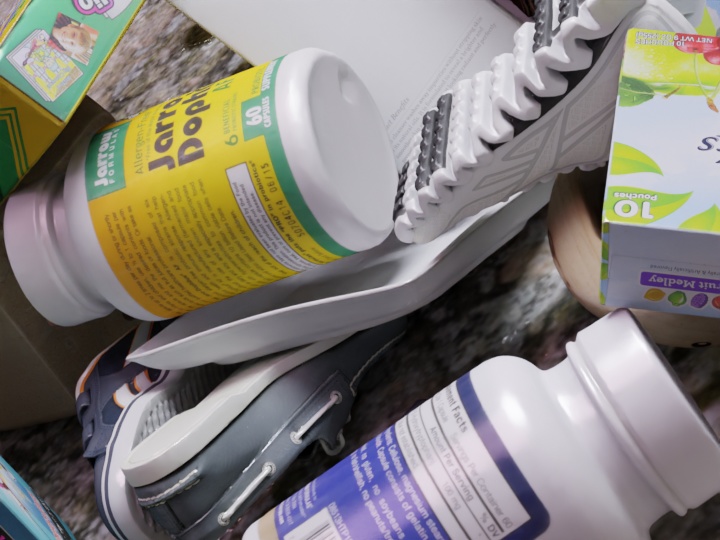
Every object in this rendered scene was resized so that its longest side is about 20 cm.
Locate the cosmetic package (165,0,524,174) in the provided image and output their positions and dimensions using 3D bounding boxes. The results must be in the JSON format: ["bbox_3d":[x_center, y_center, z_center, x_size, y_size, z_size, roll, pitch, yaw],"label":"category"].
[{"bbox_3d":[-0.005,-0.145,1.325,0.113,0.200,0.081,-51,6,8],"label":"cosmetic package"}]

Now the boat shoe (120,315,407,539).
[{"bbox_3d":[-0.041,0.078,1.245,0.200,0.062,0.073,-35,10,-38],"label":"boat shoe"}]

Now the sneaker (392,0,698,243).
[{"bbox_3d":[0.086,-0.069,1.152,0.200,0.081,0.075,-44,25,40],"label":"sneaker"}]

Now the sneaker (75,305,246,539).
[{"bbox_3d":[-0.118,0.092,1.302,0.079,0.079,0.200,-19,23,23],"label":"sneaker"}]

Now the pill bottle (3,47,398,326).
[{"bbox_3d":[-0.089,-0.038,1.276,0.199,0.113,0.113,-19,34,24],"label":"pill bottle"}]

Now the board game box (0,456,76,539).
[{"bbox_3d":[-0.211,0.117,1.243,0.047,0.200,0.151,-41,29,-4],"label":"board game box"}]

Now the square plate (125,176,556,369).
[{"bbox_3d":[0.000,0.000,1.283,0.199,0.029,0.198,-16,13,36],"label":"square plate"}]

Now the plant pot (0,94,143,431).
[{"bbox_3d":[-0.220,-0.016,1.468,0.176,0.200,0.200,12,56,43],"label":"plant pot"}]

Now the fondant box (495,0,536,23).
[{"bbox_3d":[0.045,-0.203,1.412,0.144,0.201,0.058,-35,-9,7],"label":"fondant box"}]

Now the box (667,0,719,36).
[{"bbox_3d":[0.219,-0.165,1.224,0.199,0.123,0.048,-22,9,28],"label":"box"}]

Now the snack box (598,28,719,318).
[{"bbox_3d":[0.208,-0.037,1.030,0.198,0.053,0.143,6,43,7],"label":"snack box"}]

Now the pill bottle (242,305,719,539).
[{"bbox_3d":[0.059,0.109,1.027,0.199,0.120,0.120,-35,29,7],"label":"pill bottle"}]

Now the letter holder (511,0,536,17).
[{"bbox_3d":[0.049,-0.256,1.314,0.101,0.200,0.142,-48,-11,3],"label":"letter holder"}]

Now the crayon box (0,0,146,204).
[{"bbox_3d":[-0.168,-0.138,1.326,0.172,0.058,0.201,-39,20,58],"label":"crayon box"}]

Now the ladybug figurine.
[{"bbox_3d":[0.161,-0.029,1.152,0.135,0.072,0.201,-31,30,16],"label":"ladybug figurine"}]

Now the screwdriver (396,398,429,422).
[{"bbox_3d":[-0.015,0.141,1.158,0.200,0.028,0.029,-53,3,-28],"label":"screwdriver"}]
